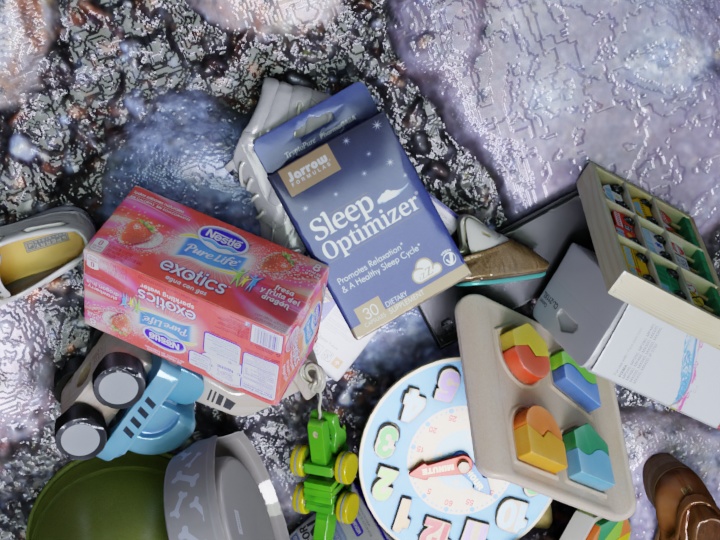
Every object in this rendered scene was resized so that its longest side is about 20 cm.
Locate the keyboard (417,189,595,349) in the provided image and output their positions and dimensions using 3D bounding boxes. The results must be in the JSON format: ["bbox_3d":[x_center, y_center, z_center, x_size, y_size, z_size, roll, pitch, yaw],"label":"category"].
[{"bbox_3d":[0.157,0.017,1.485,0.199,0.021,0.128,-28,107,1],"label":"keyboard"}]

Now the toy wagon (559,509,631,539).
[{"bbox_3d":[0.224,0.285,1.510,0.039,0.155,0.202,19,107,31],"label":"toy wagon"}]

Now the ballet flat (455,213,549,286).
[{"bbox_3d":[0.078,-0.012,1.415,0.198,0.068,0.073,-12,96,-8],"label":"ballet flat"}]

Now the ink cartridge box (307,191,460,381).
[{"bbox_3d":[0.000,0.000,1.448,0.094,0.037,0.200,36,100,-17],"label":"ink cartridge box"}]

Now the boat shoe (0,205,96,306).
[{"bbox_3d":[-0.334,0.001,1.380,0.198,0.070,0.071,-19,108,-3],"label":"boat shoe"}]

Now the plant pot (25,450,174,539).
[{"bbox_3d":[-0.218,0.295,1.419,0.198,0.193,0.202,-2,107,-7],"label":"plant pot"}]

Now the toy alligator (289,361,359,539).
[{"bbox_3d":[-0.030,0.171,1.442,0.059,0.054,0.202,7,111,24],"label":"toy alligator"}]

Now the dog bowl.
[{"bbox_3d":[-0.120,0.245,1.396,0.058,0.200,0.201,-19,108,10],"label":"dog bowl"}]

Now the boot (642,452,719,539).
[{"bbox_3d":[0.343,0.294,1.520,0.073,0.155,0.201,-26,108,0],"label":"boot"}]

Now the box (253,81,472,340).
[{"bbox_3d":[0.000,-0.055,1.357,0.120,0.032,0.201,-29,94,-3],"label":"box"}]

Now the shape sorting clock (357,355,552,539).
[{"bbox_3d":[0.096,0.180,1.448,0.198,0.039,0.202,-1,104,-6],"label":"shape sorting clock"}]

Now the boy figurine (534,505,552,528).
[{"bbox_3d":[0.117,0.185,1.504,0.199,0.064,0.125,33,98,-17],"label":"boy figurine"}]

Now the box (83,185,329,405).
[{"bbox_3d":[-0.138,0.022,1.350,0.198,0.095,0.103,22,137,12],"label":"box"}]

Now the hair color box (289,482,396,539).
[{"bbox_3d":[-0.048,0.315,1.488,0.200,0.109,0.065,-43,127,5],"label":"hair color box"}]

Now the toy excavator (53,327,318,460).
[{"bbox_3d":[-0.163,0.111,1.423,0.199,0.100,0.195,29,111,-27],"label":"toy excavator"}]

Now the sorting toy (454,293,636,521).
[{"bbox_3d":[0.178,0.125,1.415,0.199,0.187,0.036,21,140,-36],"label":"sorting toy"}]

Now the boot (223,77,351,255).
[{"bbox_3d":[-0.083,-0.075,1.402,0.095,0.074,0.202,18,94,-7],"label":"boot"}]

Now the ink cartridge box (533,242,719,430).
[{"bbox_3d":[0.283,0.067,1.436,0.199,0.146,0.083,24,103,-23],"label":"ink cartridge box"}]

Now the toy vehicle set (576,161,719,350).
[{"bbox_3d":[0.269,-0.016,1.397,0.123,0.201,0.027,26,118,-16],"label":"toy vehicle set"}]
